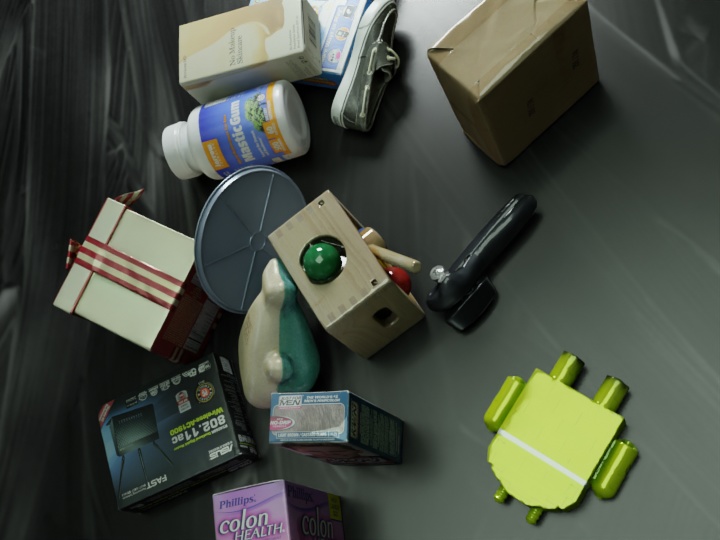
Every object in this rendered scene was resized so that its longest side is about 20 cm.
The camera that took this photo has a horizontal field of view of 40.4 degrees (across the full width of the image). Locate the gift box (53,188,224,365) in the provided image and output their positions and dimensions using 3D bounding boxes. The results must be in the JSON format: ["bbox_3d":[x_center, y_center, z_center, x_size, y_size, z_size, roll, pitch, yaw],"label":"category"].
[{"bbox_3d":[-0.291,0.007,1.365,0.186,0.185,0.201,22,78,17],"label":"gift box"}]

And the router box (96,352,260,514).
[{"bbox_3d":[-0.251,0.223,1.334,0.199,0.062,0.151,-26,66,11],"label":"router box"}]

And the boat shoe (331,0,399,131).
[{"bbox_3d":[0.023,-0.295,1.406,0.063,0.071,0.201,18,87,26],"label":"boat shoe"}]

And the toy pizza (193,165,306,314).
[{"bbox_3d":[-0.147,-0.042,1.315,0.032,0.200,0.201,15,77,42],"label":"toy pizza"}]

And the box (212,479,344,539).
[{"bbox_3d":[-0.086,0.365,1.158,0.096,0.176,0.201,-16,67,16],"label":"box"}]

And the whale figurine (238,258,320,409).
[{"bbox_3d":[-0.098,0.085,1.265,0.103,0.201,0.159,2,31,-16],"label":"whale figurine"}]

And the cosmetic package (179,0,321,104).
[{"bbox_3d":[-0.161,-0.320,1.417,0.199,0.071,0.106,-12,69,17],"label":"cosmetic package"}]

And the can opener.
[{"bbox_3d":[0.158,-0.020,1.270,0.201,0.079,0.063,-54,24,-6],"label":"can opener"}]

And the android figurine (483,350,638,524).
[{"bbox_3d":[0.232,0.203,1.166,0.181,0.041,0.201,27,83,26],"label":"android figurine"}]

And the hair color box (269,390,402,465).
[{"bbox_3d":[-0.025,0.194,1.179,0.099,0.200,0.061,-5,70,20],"label":"hair color box"}]

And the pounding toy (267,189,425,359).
[{"bbox_3d":[0.000,0.000,1.236,0.142,0.200,0.185,-37,63,5],"label":"pounding toy"}]

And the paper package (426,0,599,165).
[{"bbox_3d":[0.202,-0.261,1.249,0.190,0.200,0.104,-42,63,2],"label":"paper package"}]

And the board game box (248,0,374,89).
[{"bbox_3d":[-0.074,-0.383,1.477,0.195,0.056,0.201,13,77,25],"label":"board game box"}]

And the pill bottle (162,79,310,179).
[{"bbox_3d":[-0.183,-0.197,1.424,0.199,0.112,0.113,-15,67,16],"label":"pill bottle"}]
